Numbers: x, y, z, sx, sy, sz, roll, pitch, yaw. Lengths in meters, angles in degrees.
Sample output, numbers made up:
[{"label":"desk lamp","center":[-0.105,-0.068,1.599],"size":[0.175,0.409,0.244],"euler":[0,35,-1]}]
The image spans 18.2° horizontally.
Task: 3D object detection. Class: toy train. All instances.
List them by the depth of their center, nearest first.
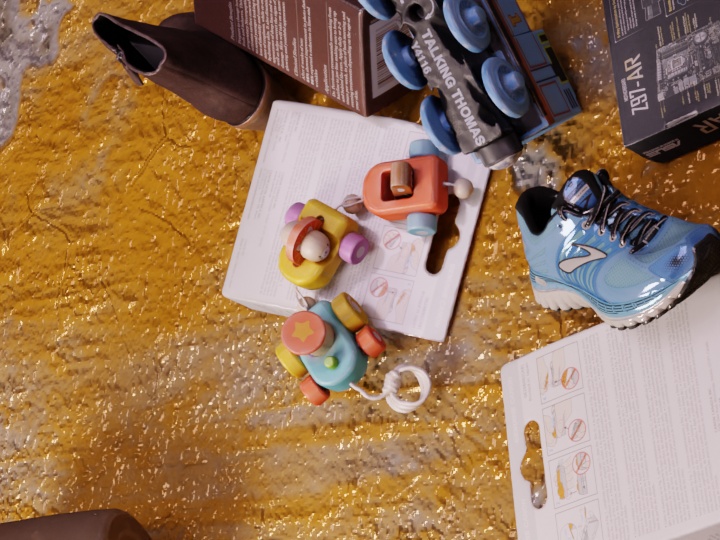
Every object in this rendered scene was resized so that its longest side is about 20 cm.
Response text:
[{"label":"toy train","center":[0.071,-0.167,1.586],"size":[0.087,0.114,0.201],"euler":[-29,87,33]},{"label":"toy train","center":[0.000,0.000,1.639],"size":[0.150,0.056,0.201],"euler":[-1,75,28]}]

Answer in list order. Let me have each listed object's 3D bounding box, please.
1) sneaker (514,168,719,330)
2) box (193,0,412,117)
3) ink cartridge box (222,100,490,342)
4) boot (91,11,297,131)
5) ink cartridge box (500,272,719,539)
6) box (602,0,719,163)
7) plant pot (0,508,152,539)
[{"label":"sneaker","center":[0.159,-0.019,1.464],"size":[0.078,0.090,0.200],"euler":[-36,19,-24]},{"label":"box","center":[-0.042,-0.207,1.729],"size":[0.200,0.075,0.100],"euler":[31,139,33]},{"label":"ink cartridge box","center":[0.004,-0.036,1.706],"size":[0.199,0.047,0.161],"euler":[12,82,29]},{"label":"boot","center":[-0.149,-0.181,1.805],"size":[0.200,0.166,0.073],"euler":[38,102,44]},{"label":"ink cartridge box","center":[0.186,0.110,1.470],"size":[0.200,0.050,0.163],"euler":[-27,58,40]},{"label":"box","center":[0.240,-0.193,1.525],"size":[0.160,0.043,0.201],"euler":[-25,59,35]},{"label":"plant pot","center":[-0.242,0.267,1.736],"size":[0.174,0.200,0.201],"euler":[-22,59,15]}]
